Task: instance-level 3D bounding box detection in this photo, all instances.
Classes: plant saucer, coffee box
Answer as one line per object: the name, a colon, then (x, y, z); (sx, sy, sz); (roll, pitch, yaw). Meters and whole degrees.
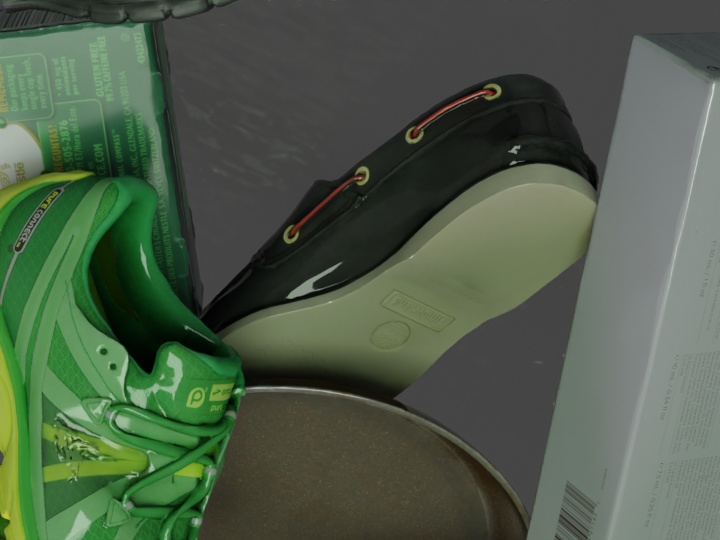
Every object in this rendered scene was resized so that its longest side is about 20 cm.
plant saucer: (-0.030, 0.110, 1.027); (0.200, 0.032, 0.201); (1, 130, 1)
coffee box: (-0.165, -0.032, 0.985); (0.199, 0.044, 0.123); (-7, 111, 2)

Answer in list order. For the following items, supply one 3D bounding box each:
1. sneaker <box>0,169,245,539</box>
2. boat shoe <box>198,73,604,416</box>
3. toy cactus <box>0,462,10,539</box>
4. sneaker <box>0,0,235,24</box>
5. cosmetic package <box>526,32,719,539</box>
sneaker: (-0.079, 0.060, 0.921); (0.083, 0.074, 0.200); (-19, 86, 25)
boat shoe: (0.002, 0.001, 0.993); (0.201, 0.063, 0.074); (-34, 135, 26)
toy cactus: (-0.197, 0.079, 0.956); (0.200, 0.102, 0.165); (21, 155, 19)
sneaker: (-0.104, -0.132, 0.932); (0.199, 0.076, 0.091); (-5, 108, 0)
cosmetic package: (0.150, 0.014, 0.967); (0.150, 0.052, 0.200); (-3, 115, -31)
